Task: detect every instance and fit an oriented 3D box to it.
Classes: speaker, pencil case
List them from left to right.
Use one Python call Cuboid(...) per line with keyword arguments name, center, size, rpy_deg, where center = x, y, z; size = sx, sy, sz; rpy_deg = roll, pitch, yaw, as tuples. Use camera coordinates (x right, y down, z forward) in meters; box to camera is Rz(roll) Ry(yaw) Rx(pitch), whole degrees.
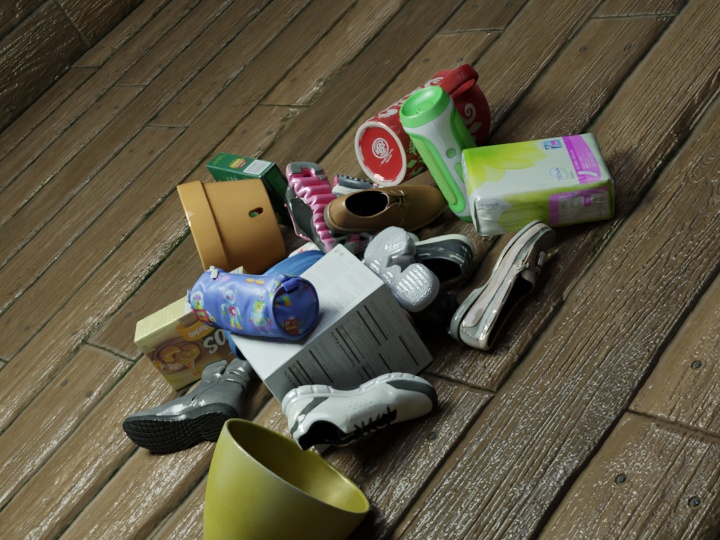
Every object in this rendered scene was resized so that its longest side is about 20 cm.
Cuboid(name="pencil case", center=(-0.142, 0.039, 1.594), size=(0.078, 0.088, 0.198), rpy_deg=(-30, 23, -38))
Cuboid(name="speaker", center=(0.134, -0.171, 1.798), size=(0.088, 0.201, 0.089), rpy_deg=(-24, 32, 16))

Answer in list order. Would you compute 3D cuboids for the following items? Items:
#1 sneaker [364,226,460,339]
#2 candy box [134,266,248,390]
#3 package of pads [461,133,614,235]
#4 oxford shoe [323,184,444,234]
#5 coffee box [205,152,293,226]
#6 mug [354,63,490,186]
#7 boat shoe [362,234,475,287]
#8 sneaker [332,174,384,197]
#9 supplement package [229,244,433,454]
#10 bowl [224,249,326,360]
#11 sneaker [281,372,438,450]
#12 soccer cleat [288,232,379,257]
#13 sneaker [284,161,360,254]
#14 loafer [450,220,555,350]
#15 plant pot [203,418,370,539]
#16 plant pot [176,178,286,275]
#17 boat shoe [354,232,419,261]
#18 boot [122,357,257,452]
Cuboid(name="sneaker", center=(0.074, 0.024, 1.671), size=(0.075, 0.114, 0.200), rpy_deg=(-37, 32, 3))
Cuboid(name="candy box", center=(-0.235, 0.091, 1.881), size=(0.198, 0.116, 0.056), rpy_deg=(-28, 32, 12))
Cuboid(name="package of pads", center=(0.246, -0.120, 1.695), size=(0.197, 0.069, 0.155), rpy_deg=(-8, 33, 3))
Cuboid(name="oxford shoe", center=(0.048, -0.094, 1.800), size=(0.198, 0.072, 0.071), rpy_deg=(-11, -11, -28))
Cuboid(name="coffee box", center=(-0.184, -0.145, 2.155), size=(0.044, 0.123, 0.199), rpy_deg=(-47, 31, -19))
Cuboid(name="mug", center=(0.093, -0.237, 1.900), size=(0.133, 0.180, 0.199), rpy_deg=(27, 43, 33))
Cuboid(name="boat shoe", center=(0.068, 0.005, 1.748), size=(0.198, 0.072, 0.068), rpy_deg=(-16, 34, 24))
Cuboid(name="sneaker", center=(0.036, -0.097, 1.932), size=(0.198, 0.080, 0.076), rpy_deg=(14, 91, 40))
Cuboid(name="supplement package", center=(-0.040, 0.103, 1.639), size=(0.199, 0.151, 0.152), rpy_deg=(-38, 31, -7))
Cuboid(name="bowl", center=(-0.112, 0.048, 1.759), size=(0.200, 0.201, 0.039), rpy_deg=(-39, 70, -7))
Cuboid(name="sneaker", center=(0.003, 0.184, 1.529), size=(0.197, 0.074, 0.080), rpy_deg=(-9, 38, -4))
Cuboid(name="soccer cleat", center=(-0.028, -0.057, 1.898), size=(0.198, 0.086, 0.068), rpy_deg=(-17, -9, 28))
Cuboid(name="sneaker", center=(-0.065, -0.072, 1.858), size=(0.201, 0.078, 0.096), rpy_deg=(62, 140, 37))
Cuboid(name="loafer", center=(0.201, 0.024, 1.607), size=(0.063, 0.072, 0.200), rpy_deg=(30, 73, 39))
Cuboid(name="plant pot", center=(-0.107, 0.290, 1.438), size=(0.143, 0.199, 0.200), rpy_deg=(-60, 32, 4))
Cuboid(name="plant pot", center=(-0.209, -0.066, 2.019), size=(0.138, 0.202, 0.200), rpy_deg=(-20, 30, -7))
Cuboid(name="boat shoe", center=(0.000, 0.000, 1.834), size=(0.197, 0.070, 0.067), rpy_deg=(-15, 55, 22))
Cuboid(name="boot", center=(-0.247, 0.196, 1.810), size=(0.197, 0.070, 0.132), rpy_deg=(-8, 35, 20))
